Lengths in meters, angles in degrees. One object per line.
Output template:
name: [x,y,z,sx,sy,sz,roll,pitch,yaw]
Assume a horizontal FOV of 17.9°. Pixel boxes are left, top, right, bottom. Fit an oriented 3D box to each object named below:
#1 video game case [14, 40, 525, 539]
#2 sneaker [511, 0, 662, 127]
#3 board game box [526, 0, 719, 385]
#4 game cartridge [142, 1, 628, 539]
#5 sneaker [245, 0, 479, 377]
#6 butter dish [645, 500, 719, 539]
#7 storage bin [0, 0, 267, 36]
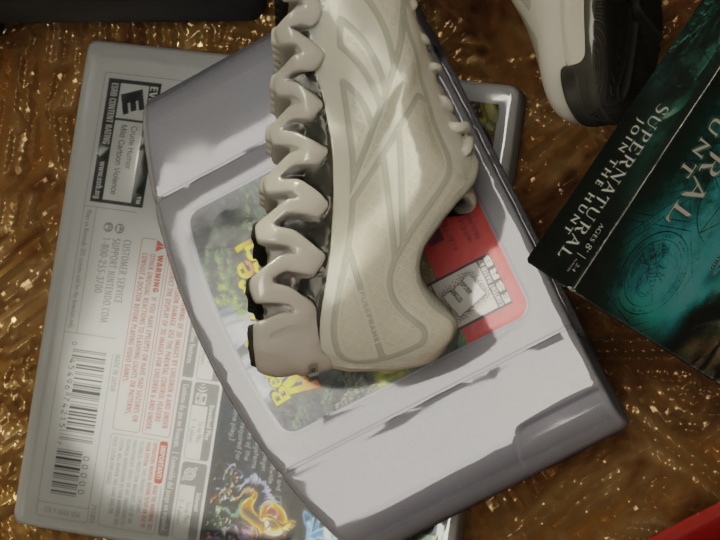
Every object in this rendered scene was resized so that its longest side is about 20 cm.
video game case: [-0.037,0.016,0.912,0.182,0.023,0.200,8,86,15]
sneaker: [0.046,-0.131,0.871,0.115,0.076,0.201,-15,59,20]
board game box: [0.159,-0.057,0.814,0.028,0.135,0.200,38,96,45]
game cartridge: [0.000,0.000,0.875,0.133,0.041,0.200,-29,78,13]
sneaker: [0.004,-0.059,0.832,0.081,0.075,0.200,4,87,1]
butter dish: [0.153,0.169,0.766,0.200,0.148,0.200,-32,75,31]
storage bin: [-0.100,-0.188,0.894,0.134,0.146,0.200,4,86,4]
